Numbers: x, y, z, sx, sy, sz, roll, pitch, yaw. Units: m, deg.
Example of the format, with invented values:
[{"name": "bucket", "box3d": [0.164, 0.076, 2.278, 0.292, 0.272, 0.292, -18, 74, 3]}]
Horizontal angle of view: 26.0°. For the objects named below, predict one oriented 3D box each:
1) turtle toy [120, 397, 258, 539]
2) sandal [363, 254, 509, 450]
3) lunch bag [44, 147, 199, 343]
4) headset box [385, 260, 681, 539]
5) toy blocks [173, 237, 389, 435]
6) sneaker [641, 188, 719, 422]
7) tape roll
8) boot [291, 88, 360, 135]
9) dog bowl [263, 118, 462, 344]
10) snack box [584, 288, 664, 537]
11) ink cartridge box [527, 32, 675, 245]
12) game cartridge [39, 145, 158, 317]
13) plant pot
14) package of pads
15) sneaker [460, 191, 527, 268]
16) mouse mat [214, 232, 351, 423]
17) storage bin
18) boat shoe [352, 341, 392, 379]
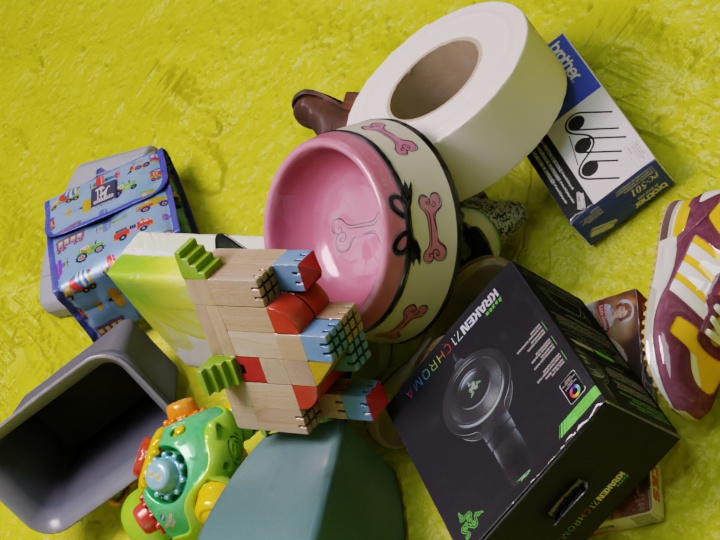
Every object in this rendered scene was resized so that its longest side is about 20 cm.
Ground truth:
[{"name": "turtle toy", "box3d": [-0.162, 0.199, 1.440, 0.146, 0.101, 0.200, -77, 7, -46]}, {"name": "sandal", "box3d": [0.079, 0.080, 1.352, 0.200, 0.080, 0.054, -53, 24, 7]}, {"name": "lunch bag", "box3d": [-0.260, -0.045, 1.701, 0.151, 0.094, 0.200, -27, 44, 4]}, {"name": "headset box", "box3d": [0.133, 0.126, 1.237, 0.174, 0.093, 0.200, -51, 37, 18]}, {"name": "toy blocks", "box3d": [-0.057, 0.059, 1.290, 0.137, 0.200, 0.100, 1, 31, 34]}, {"name": "sneaker", "box3d": [0.280, 0.021, 1.227, 0.090, 0.075, 0.200, -16, 54, 39]}, {"name": "tape roll", "box3d": [0.086, -0.152, 1.426, 0.202, 0.071, 0.202, -30, 33, 22]}, {"name": "boot", "box3d": [-0.047, -0.081, 1.588, 0.186, 0.064, 0.200, 8, 82, 65]}, {"name": "dog bowl", "box3d": [-0.007, -0.032, 1.347, 0.200, 0.074, 0.200, 5, 97, 49]}, {"name": "snack box", "box3d": [0.204, 0.114, 1.265, 0.072, 0.024, 0.200, -21, 51, 33]}, {"name": "ink cartridge box", "box3d": [0.196, -0.122, 1.415, 0.094, 0.044, 0.200, -38, 44, 13]}, {"name": "game cartridge", "box3d": [-0.304, -0.045, 1.798, 0.133, 0.042, 0.200, -9, 58, 32]}, {"name": "plant pot", "box3d": [-0.047, 0.237, 1.320, 0.141, 0.141, 0.200, -16, 42, 32]}, {"name": "package of pads", "box3d": [-0.125, 0.035, 1.505, 0.200, 0.155, 0.068, 4, 52, 40]}, {"name": "sneaker", "box3d": [0.081, -0.043, 1.462, 0.089, 0.077, 0.200, -30, 26, -30]}, {"name": "mouse mat", "box3d": [-0.071, 0.069, 1.392, 0.161, 0.200, 0.008, 34, 54, 23]}, {"name": "storage bin", "box3d": [-0.265, 0.150, 1.565, 0.200, 0.146, 0.134, -36, 17, 17]}, {"name": "boat shoe", "box3d": [0.000, 0.000, 1.453, 0.069, 0.057, 0.200, -17, 86, 49]}]
